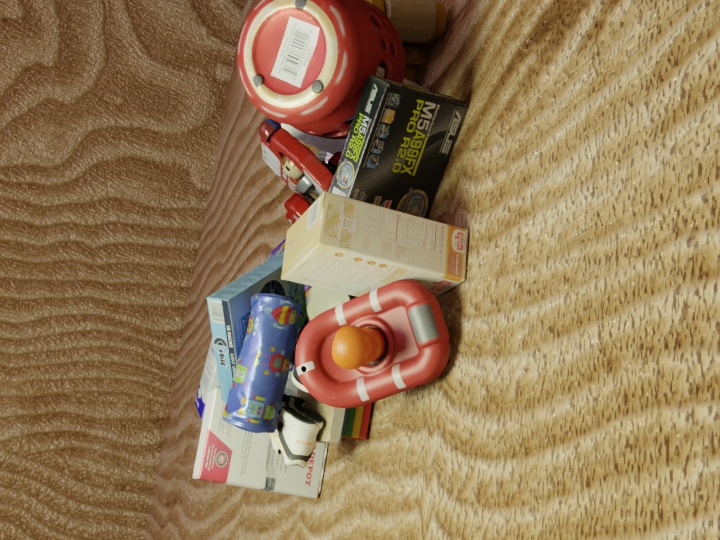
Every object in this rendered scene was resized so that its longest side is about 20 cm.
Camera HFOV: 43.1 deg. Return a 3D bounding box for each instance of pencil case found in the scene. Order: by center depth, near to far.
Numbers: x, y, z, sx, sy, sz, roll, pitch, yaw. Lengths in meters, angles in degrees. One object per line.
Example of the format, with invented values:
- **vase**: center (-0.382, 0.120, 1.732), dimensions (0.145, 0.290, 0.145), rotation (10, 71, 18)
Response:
- **pencil case**: center (-0.141, 0.129, 1.305), dimensions (0.086, 0.078, 0.203), rotation (4, 79, 46)

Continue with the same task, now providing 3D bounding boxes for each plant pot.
- **plant pot**: center (-0.060, -0.285, 1.236), dimensions (0.182, 0.198, 0.203), rotation (-8, -62, -65)

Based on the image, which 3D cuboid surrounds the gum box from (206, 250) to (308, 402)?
- **gum box**: center (-0.151, 0.084, 1.409), dimensions (0.200, 0.044, 0.172), rotation (-36, -53, -53)

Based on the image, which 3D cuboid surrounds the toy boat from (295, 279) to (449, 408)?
- **toy boat**: center (0.004, 0.093, 1.116), dimensions (0.198, 0.130, 0.132), rotation (-24, 77, 23)

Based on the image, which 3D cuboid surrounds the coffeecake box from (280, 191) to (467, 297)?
- **coffeecake box**: center (0.016, -0.020, 1.173), dimensions (0.153, 0.197, 0.074), rotation (143, 137, -62)

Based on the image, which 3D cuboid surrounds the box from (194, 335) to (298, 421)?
- **box**: center (-0.185, 0.181, 1.656), dimensions (0.105, 0.182, 0.203), rotation (-151, 76, -72)

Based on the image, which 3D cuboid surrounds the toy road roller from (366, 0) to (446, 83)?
- **toy road roller**: center (0.050, -0.338, 1.446), dimensions (0.200, 0.121, 0.148), rotation (156, 112, -70)

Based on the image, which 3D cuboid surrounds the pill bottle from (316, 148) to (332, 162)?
- **pill bottle**: center (-0.026, -0.148, 1.526), dimensions (0.116, 0.114, 0.203), rotation (-165, 89, -72)

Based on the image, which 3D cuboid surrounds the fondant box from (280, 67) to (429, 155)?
- **fondant box**: center (-0.008, -0.246, 1.403), dimensions (0.059, 0.198, 0.145), rotation (-78, 12, -57)

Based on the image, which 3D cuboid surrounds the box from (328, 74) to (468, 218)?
- **box**: center (0.048, -0.150, 1.237), dimensions (0.044, 0.159, 0.202), rotation (37, 113, 43)

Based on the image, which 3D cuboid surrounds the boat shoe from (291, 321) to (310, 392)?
- **boat shoe**: center (-0.057, 0.124, 1.281), dimensions (0.200, 0.073, 0.061), rotation (-122, 44, -77)

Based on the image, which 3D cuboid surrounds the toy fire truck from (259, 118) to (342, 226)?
- **toy fire truck**: center (-0.086, -0.139, 1.316), dimensions (0.112, 0.168, 0.200), rotation (-45, -3, -8)

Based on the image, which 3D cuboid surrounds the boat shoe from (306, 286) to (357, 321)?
- **boat shoe**: center (-0.003, 0.076, 1.262), dimensions (0.199, 0.062, 0.072), rotation (33, 97, 44)

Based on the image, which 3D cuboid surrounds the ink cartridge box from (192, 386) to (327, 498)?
- **ink cartridge box**: center (-0.159, 0.281, 1.481), dimensions (0.084, 0.197, 0.147), rotation (147, 134, -68)

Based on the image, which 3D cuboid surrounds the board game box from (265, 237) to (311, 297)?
- **board game box**: center (-0.077, -0.005, 1.538), dimensions (0.045, 0.133, 0.200), rotation (-66, 13, -23)

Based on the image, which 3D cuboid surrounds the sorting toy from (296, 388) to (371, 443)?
- **sorting toy**: center (-0.032, 0.165, 1.392), dimensions (0.200, 0.069, 0.202), rotation (156, 126, -68)

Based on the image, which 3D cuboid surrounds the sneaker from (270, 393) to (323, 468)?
- **sneaker**: center (-0.115, 0.233, 1.363), dimensions (0.200, 0.073, 0.081), rotation (-156, 78, -72)
